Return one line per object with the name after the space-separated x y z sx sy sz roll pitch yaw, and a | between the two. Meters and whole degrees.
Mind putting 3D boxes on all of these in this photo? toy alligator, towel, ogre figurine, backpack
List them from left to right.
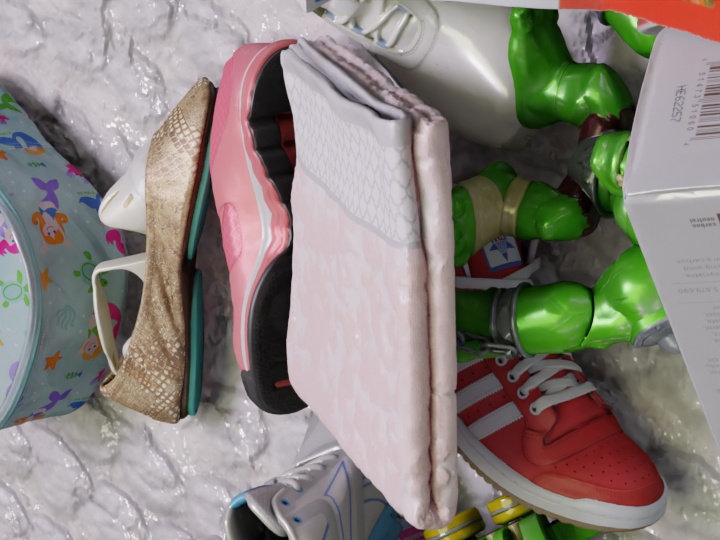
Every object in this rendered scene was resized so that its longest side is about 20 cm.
-0.234 -0.003 1.330 0.200 0.150 0.178 40 123 26 | backpack
0.000 0.000 1.060 0.200 0.032 0.192 -136 42 -67 | towel
0.045 0.155 1.117 0.200 0.054 0.059 -28 84 29 | toy alligator
0.112 -0.048 1.007 0.120 0.098 0.201 16 68 28 | ogre figurine

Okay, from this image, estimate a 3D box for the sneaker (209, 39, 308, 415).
-0.042 -0.026 1.199 0.087 0.073 0.201 26 119 61 | sneaker

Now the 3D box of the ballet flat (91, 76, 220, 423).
-0.115 -0.010 1.251 0.065 0.071 0.201 7 106 1 | ballet flat

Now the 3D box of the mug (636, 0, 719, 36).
0.189 -0.203 0.903 0.177 0.133 0.201 -6 91 7 | mug

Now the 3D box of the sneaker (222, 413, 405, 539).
-0.026 0.121 1.126 0.075 0.200 0.087 -29 121 30 | sneaker

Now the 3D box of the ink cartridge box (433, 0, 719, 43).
0.058 -0.178 0.859 0.200 0.057 0.163 28 127 45 | ink cartridge box

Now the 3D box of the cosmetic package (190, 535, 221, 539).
-0.058 0.246 1.191 0.200 0.074 0.102 45 126 30 | cosmetic package

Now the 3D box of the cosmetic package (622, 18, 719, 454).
0.168 0.006 0.888 0.074 0.102 0.200 -3 134 24 | cosmetic package

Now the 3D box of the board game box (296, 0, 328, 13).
-0.027 -0.231 1.084 0.200 0.134 0.034 51 164 23 | board game box

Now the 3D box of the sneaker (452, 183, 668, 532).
0.077 0.032 1.079 0.200 0.071 0.113 37 126 35 | sneaker

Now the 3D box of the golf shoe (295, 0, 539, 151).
0.007 -0.127 1.096 0.200 0.097 0.078 47 126 25 | golf shoe

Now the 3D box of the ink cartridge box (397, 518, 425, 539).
-0.005 0.223 1.222 0.119 0.042 0.201 -1 95 44 | ink cartridge box
